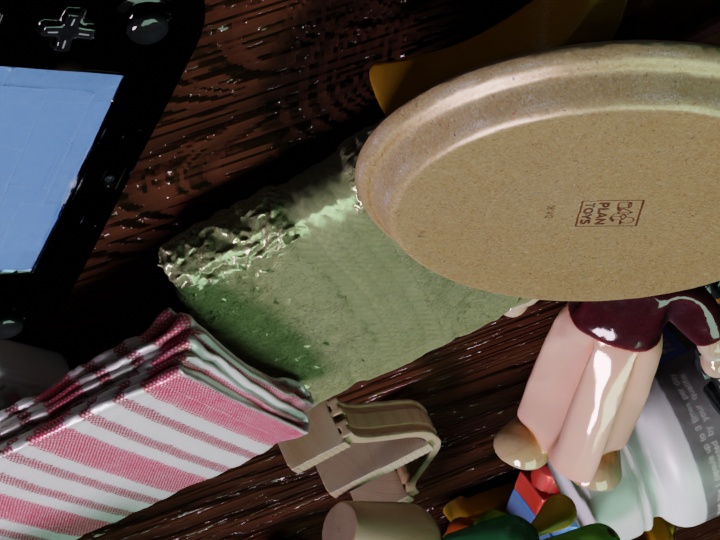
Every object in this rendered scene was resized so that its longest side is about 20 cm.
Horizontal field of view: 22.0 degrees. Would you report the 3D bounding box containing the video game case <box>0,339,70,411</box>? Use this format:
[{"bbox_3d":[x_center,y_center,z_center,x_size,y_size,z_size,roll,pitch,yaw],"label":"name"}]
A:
[{"bbox_3d":[-0.243,0.074,0.746,0.181,0.023,0.199,-36,153,20],"label":"video game case"}]

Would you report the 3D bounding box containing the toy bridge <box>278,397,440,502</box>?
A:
[{"bbox_3d":[0.009,0.097,0.995,0.067,0.027,0.200,-28,161,4],"label":"toy bridge"}]

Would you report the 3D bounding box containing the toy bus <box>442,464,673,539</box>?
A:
[{"bbox_3d":[0.139,0.189,1.215,0.198,0.136,0.193,-10,135,-34],"label":"toy bus"}]

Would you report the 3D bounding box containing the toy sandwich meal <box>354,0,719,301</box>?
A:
[{"bbox_3d":[0.094,-0.054,0.679,0.203,0.071,0.206,0,156,0],"label":"toy sandwich meal"}]

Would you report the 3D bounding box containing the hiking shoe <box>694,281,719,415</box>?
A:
[{"bbox_3d":[0.214,-0.003,0.938,0.086,0.074,0.201,-27,135,-17],"label":"hiking shoe"}]

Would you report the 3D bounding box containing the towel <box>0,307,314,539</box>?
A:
[{"bbox_3d":[-0.130,0.083,0.807,0.198,0.030,0.146,-25,158,12],"label":"towel"}]

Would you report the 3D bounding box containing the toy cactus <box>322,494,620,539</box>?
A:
[{"bbox_3d":[0.047,0.169,1.035,0.164,0.103,0.199,19,166,-36],"label":"toy cactus"}]

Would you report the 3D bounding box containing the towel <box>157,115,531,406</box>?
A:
[{"bbox_3d":[0.000,0.000,0.817,0.147,0.037,0.200,-28,155,5],"label":"towel"}]

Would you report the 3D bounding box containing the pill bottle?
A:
[{"bbox_3d":[0.205,0.077,1.058,0.198,0.115,0.114,-23,154,-6],"label":"pill bottle"}]

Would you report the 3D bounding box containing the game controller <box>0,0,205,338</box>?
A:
[{"bbox_3d":[-0.127,-0.039,0.622,0.103,0.042,0.200,-7,148,-34],"label":"game controller"}]

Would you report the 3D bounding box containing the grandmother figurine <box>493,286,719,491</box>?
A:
[{"bbox_3d":[0.129,0.027,0.920,0.120,0.061,0.201,9,133,-2],"label":"grandmother figurine"}]
